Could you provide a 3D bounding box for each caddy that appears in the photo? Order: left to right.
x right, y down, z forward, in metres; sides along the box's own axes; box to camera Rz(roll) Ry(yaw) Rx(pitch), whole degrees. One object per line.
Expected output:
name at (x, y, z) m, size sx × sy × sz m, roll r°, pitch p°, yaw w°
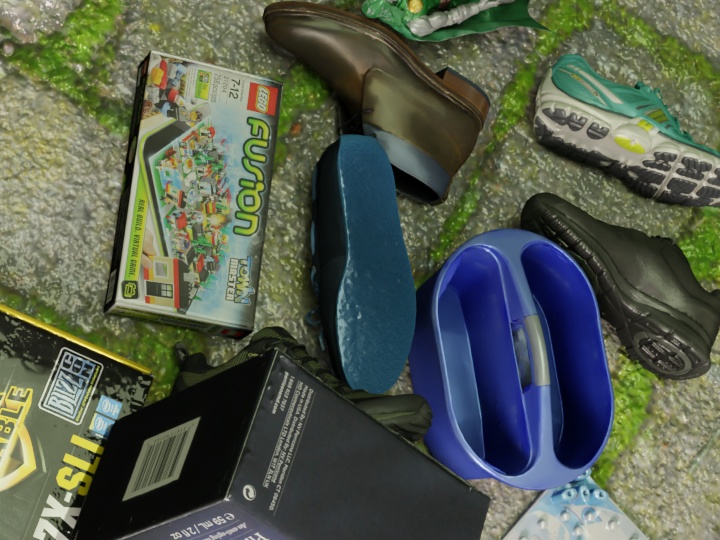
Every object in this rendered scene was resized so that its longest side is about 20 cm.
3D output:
caddy at (0.115, 0.070, 1.563) m, size 0.141 × 0.105 × 0.201 m, roll -5°, pitch 78°, yaw -23°

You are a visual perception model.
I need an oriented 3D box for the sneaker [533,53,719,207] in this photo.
sneaker at (0.238, -0.115, 1.680) m, size 0.199 × 0.078 × 0.080 m, roll 26°, pitch 60°, yaw -13°

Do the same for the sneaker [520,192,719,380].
sneaker at (0.211, 0.000, 1.647) m, size 0.200 × 0.076 × 0.091 m, roll 41°, pitch 56°, yaw -14°

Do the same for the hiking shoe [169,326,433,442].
hiking shoe at (-0.046, 0.085, 1.481) m, size 0.199 × 0.076 × 0.101 m, roll -1°, pitch 69°, yaw 9°

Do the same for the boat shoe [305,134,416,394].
boat shoe at (0.000, 0.000, 1.561) m, size 0.084 × 0.069 × 0.201 m, roll 10°, pitch 74°, yaw -28°

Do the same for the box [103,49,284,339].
box at (-0.124, -0.057, 1.543) m, size 0.110 × 0.035 × 0.201 m, roll 11°, pitch 73°, yaw -19°

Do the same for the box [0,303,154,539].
box at (-0.253, 0.134, 1.437) m, size 0.159 × 0.049 × 0.201 m, roll 26°, pitch 69°, yaw -15°

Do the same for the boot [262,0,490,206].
boot at (0.004, -0.130, 1.590) m, size 0.199 × 0.075 × 0.097 m, roll 25°, pitch 66°, yaw -16°

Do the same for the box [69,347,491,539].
box at (-0.056, 0.175, 1.383) m, size 0.198 × 0.200 × 0.124 m, roll 35°, pitch 53°, yaw -25°

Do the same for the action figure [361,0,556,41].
action figure at (0.072, -0.224, 1.621) m, size 0.200 × 0.055 × 0.118 m, roll -22°, pitch 73°, yaw -44°

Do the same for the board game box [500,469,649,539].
board game box at (0.175, 0.284, 1.576) m, size 0.200 × 0.026 × 0.200 m, roll 47°, pitch 65°, yaw -5°
